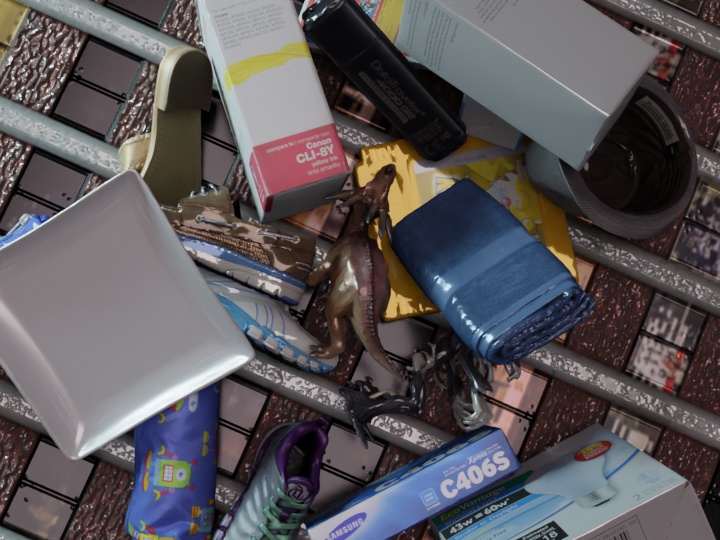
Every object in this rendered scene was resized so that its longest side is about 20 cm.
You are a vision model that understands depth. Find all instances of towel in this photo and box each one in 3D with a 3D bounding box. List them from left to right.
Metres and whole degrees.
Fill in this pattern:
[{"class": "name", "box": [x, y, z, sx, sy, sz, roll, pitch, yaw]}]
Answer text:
[{"class": "towel", "box": [0.112, 0.001, 1.005, 0.112, 0.049, 0.200, -31, 44, -6]}]

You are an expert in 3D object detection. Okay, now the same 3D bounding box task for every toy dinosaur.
[{"class": "toy dinosaur", "box": [0.000, 0.000, 1.011, 0.086, 0.136, 0.200, 6, 48, -29]}]

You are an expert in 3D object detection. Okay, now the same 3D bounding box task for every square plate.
[{"class": "square plate", "box": [-0.225, 0.041, 0.973, 0.200, 0.028, 0.198, -30, 102, 7]}]

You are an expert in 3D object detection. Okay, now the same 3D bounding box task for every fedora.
[{"class": "fedora", "box": [0.230, -0.109, 1.073, 0.200, 0.090, 0.177, -8, 83, -34]}]

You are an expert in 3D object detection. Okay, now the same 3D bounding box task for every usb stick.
[{"class": "usb stick", "box": [0.025, -0.177, 1.030, 0.055, 0.033, 0.200, -32, 124, 24]}]

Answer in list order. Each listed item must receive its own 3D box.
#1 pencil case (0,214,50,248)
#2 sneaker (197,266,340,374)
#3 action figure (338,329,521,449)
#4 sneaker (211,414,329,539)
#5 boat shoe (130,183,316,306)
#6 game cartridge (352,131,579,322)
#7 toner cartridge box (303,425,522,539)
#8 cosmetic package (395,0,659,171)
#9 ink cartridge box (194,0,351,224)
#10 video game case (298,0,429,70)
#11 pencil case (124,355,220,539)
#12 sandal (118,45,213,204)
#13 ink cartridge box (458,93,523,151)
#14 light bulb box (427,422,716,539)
[{"class": "pencil case", "box": [-0.347, 0.024, 1.024, 0.200, 0.078, 0.087, -33, 103, -8]}, {"class": "sneaker", "box": [-0.098, 0.025, 1.059, 0.200, 0.075, 0.087, 32, 76, -1]}, {"class": "action figure", "box": [0.087, 0.106, 1.047, 0.200, 0.119, 0.102, -26, 77, 2]}, {"class": "sneaker", "box": [-0.082, 0.223, 1.000, 0.074, 0.088, 0.200, 24, 63, -15]}, {"class": "boat shoe", "box": [-0.134, -0.038, 1.009, 0.200, 0.072, 0.072, 24, 82, 1]}, {"class": "game cartridge", "box": [0.103, -0.052, 1.103, 0.200, 0.032, 0.176, -11, 85, -7]}, {"class": "toner cartridge box", "box": [0.045, 0.209, 1.038, 0.200, 0.095, 0.043, -27, 86, -8]}, {"class": "cosmetic package", "box": [0.135, -0.187, 0.939, 0.200, 0.108, 0.085, 35, 72, 7]}, {"class": "ink cartridge box", "box": [-0.083, -0.159, 1.040, 0.083, 0.145, 0.200, -18, 86, -8]}, {"class": "video game case", "box": [0.037, -0.268, 1.073, 0.200, 0.017, 0.143, 15, 81, 31]}, {"class": "pencil case", "box": [-0.174, 0.161, 1.032, 0.087, 0.078, 0.200, 3, 83, -14]}, {"class": "sandal", "box": [-0.198, -0.115, 1.070, 0.070, 0.078, 0.212, 25, 107, 38]}, {"class": "ink cartridge box", "box": [0.158, -0.233, 1.074, 0.068, 0.116, 0.200, 19, 71, 4]}, {"class": "light bulb box", "box": [0.186, 0.250, 0.983, 0.198, 0.200, 0.125, -25, 100, -7]}]
